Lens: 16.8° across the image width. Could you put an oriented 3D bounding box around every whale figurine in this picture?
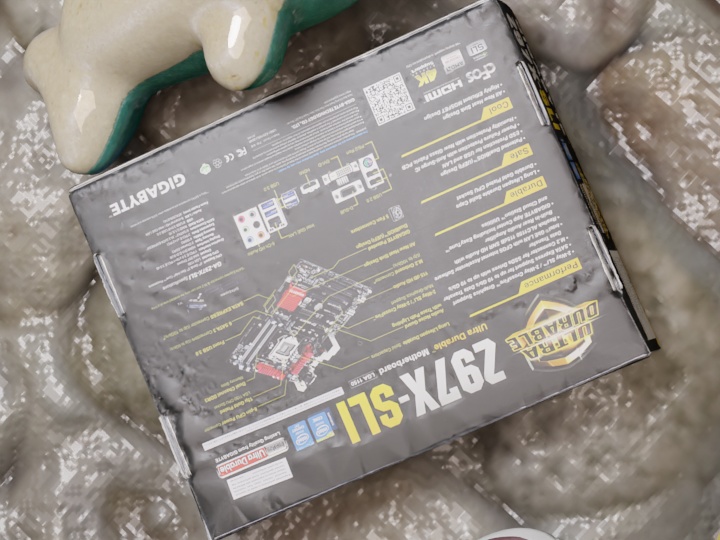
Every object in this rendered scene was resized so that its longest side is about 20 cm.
[{"bbox_3d":[-0.059,-0.125,1.000,0.200,0.104,0.159,-51,47,25],"label":"whale figurine"}]

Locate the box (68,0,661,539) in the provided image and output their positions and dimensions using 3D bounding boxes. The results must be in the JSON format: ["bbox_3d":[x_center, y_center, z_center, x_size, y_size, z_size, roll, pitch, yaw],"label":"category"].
[{"bbox_3d":[0.000,0.000,1.004,0.200,0.049,0.160,-24,87,9],"label":"box"}]

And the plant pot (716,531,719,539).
[{"bbox_3d":[0.233,0.068,0.893,0.201,0.201,0.189,34,110,10],"label":"plant pot"}]

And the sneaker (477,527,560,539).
[{"bbox_3d":[-0.007,0.164,0.966,0.200,0.116,0.076,-32,83,8],"label":"sneaker"}]
